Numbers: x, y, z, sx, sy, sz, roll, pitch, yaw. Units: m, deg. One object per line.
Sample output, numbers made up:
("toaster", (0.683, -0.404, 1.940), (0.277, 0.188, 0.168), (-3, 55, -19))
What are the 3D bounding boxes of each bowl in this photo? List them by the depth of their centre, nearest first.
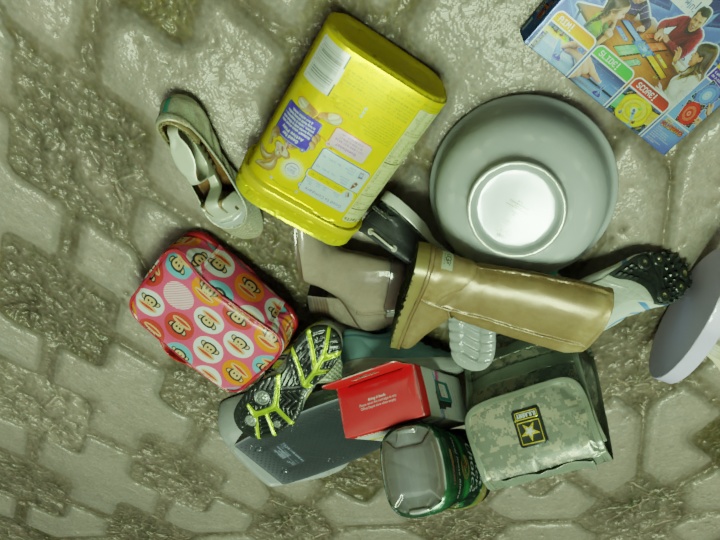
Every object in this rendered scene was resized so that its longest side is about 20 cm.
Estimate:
("bowl", (0.161, -0.073, 0.638), (0.199, 0.090, 0.203), (6, 111, 16))
("bowl", (-0.122, 0.282, 1.022), (0.198, 0.075, 0.201), (-17, 128, 20))

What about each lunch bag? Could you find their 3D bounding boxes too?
("lunch bag", (0.227, 0.176, 0.813), (0.163, 0.201, 0.118), (-24, 125, 25))
("lunch bag", (-0.199, 0.066, 0.821), (0.200, 0.082, 0.176), (42, 122, -9))

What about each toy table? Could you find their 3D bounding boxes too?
("toy table", (0.439, 0.071, 0.734), (0.116, 0.185, 0.201), (18, 151, 11))

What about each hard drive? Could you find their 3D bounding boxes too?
("hard drive", (-0.068, 0.238, 0.905), (0.199, 0.043, 0.135), (-27, 125, 19))

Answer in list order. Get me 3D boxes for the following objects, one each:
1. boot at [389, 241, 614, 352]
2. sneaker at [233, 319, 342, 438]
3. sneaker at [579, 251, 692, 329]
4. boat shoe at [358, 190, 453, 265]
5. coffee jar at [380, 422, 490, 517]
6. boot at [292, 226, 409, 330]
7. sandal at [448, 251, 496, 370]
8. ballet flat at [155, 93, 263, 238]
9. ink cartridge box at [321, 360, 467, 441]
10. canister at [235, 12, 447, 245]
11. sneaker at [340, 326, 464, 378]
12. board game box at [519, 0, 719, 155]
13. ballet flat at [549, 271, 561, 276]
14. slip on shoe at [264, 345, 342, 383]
("boot", (0.138, 0.054, 0.668), (0.198, 0.067, 0.176), (14, 147, -1))
("sneaker", (-0.090, 0.147, 0.836), (0.075, 0.076, 0.200), (45, 103, -1))
("sneaker", (0.306, 0.031, 0.758), (0.198, 0.072, 0.073), (-20, 84, -7))
("boat shoe", (0.084, -0.004, 0.725), (0.200, 0.074, 0.060), (43, 92, -9))
("coffee jar", (0.102, 0.252, 0.793), (0.085, 0.105, 0.200), (-18, 158, 22))
("boot", (0.000, 0.000, 0.773), (0.144, 0.071, 0.201), (1, 140, 8))
("sandal", (0.150, 0.032, 0.799), (0.082, 0.050, 0.205), (16, 117, 18))
("ballet flat", (-0.175, -0.101, 0.712), (0.067, 0.063, 0.201), (-14, 127, 17))
("ink cartridge box", (0.050, 0.175, 0.811), (0.115, 0.068, 0.199), (-23, 154, 24))
("canister", (-0.022, -0.140, 0.649), (0.147, 0.087, 0.200), (27, 126, -17))
("sneaker", (0.062, 0.110, 0.864), (0.198, 0.083, 0.074), (8, 151, -33))
("board game box", (0.270, -0.216, 0.586), (0.199, 0.035, 0.135), (30, 126, -19))
("ballet flat", (0.223, 0.001, 0.757), (0.069, 0.068, 0.202), (-3, 132, -7))
("slip on shoe", (-0.039, 0.136, 0.903), (0.197, 0.075, 0.061), (-2, 174, -4))
